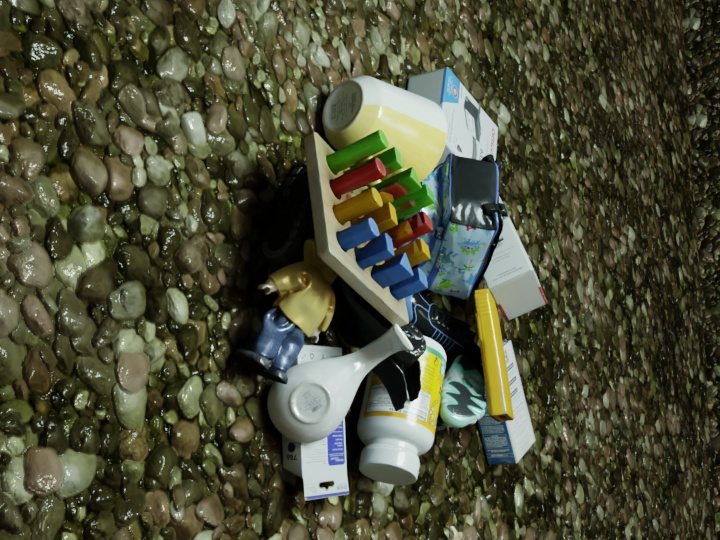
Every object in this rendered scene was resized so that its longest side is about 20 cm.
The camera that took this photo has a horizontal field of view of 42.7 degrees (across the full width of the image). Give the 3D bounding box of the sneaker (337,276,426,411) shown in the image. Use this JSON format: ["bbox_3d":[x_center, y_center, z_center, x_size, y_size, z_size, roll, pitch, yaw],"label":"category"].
[{"bbox_3d":[0.021,0.088,1.261,0.060,0.104,0.200,-29,73,-37],"label":"sneaker"}]

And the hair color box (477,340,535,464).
[{"bbox_3d":[0.251,0.237,1.663,0.100,0.060,0.200,-28,106,-55],"label":"hair color box"}]

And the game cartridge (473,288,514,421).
[{"bbox_3d":[0.214,0.139,1.486,0.176,0.032,0.200,44,36,-72],"label":"game cartridge"}]

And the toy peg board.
[{"bbox_3d":[0.028,-0.067,1.179,0.200,0.098,0.199,42,30,-46],"label":"toy peg board"}]

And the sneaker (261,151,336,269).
[{"bbox_3d":[-0.071,-0.075,1.256,0.079,0.075,0.200,52,52,-41],"label":"sneaker"}]

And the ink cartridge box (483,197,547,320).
[{"bbox_3d":[0.240,-0.035,1.607,0.147,0.083,0.200,51,16,-56],"label":"ink cartridge box"}]

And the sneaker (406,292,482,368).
[{"bbox_3d":[0.137,0.093,1.512,0.200,0.078,0.070,48,45,-40],"label":"sneaker"}]

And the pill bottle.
[{"bbox_3d":[0.057,0.201,1.336,0.113,0.113,0.200,45,47,-42],"label":"pill bottle"}]

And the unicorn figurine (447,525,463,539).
[{"bbox_3d":[0.163,0.511,1.468,0.200,0.074,0.137,50,52,-17],"label":"unicorn figurine"}]

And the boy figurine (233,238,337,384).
[{"bbox_3d":[-0.081,0.037,1.157,0.124,0.064,0.200,42,69,-42],"label":"boy figurine"}]

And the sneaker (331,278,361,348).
[{"bbox_3d":[0.000,0.000,1.336,0.114,0.076,0.200,-40,118,-55],"label":"sneaker"}]

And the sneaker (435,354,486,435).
[{"bbox_3d":[0.135,0.229,1.446,0.078,0.140,0.200,34,22,5],"label":"sneaker"}]

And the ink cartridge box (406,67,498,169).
[{"bbox_3d":[0.160,-0.236,1.621,0.200,0.084,0.145,37,52,-46],"label":"ink cartridge box"}]

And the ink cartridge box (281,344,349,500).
[{"bbox_3d":[-0.062,0.200,1.224,0.099,0.039,0.200,13,71,-54],"label":"ink cartridge box"}]

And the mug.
[{"bbox_3d":[0.034,-0.205,1.361,0.153,0.187,0.149,22,108,-43],"label":"mug"}]

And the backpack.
[{"bbox_3d":[0.136,-0.067,1.464,0.183,0.147,0.200,-84,-175,-51],"label":"backpack"}]

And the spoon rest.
[{"bbox_3d":[-0.026,0.141,1.180,0.099,0.200,0.061,56,-8,0],"label":"spoon rest"}]
